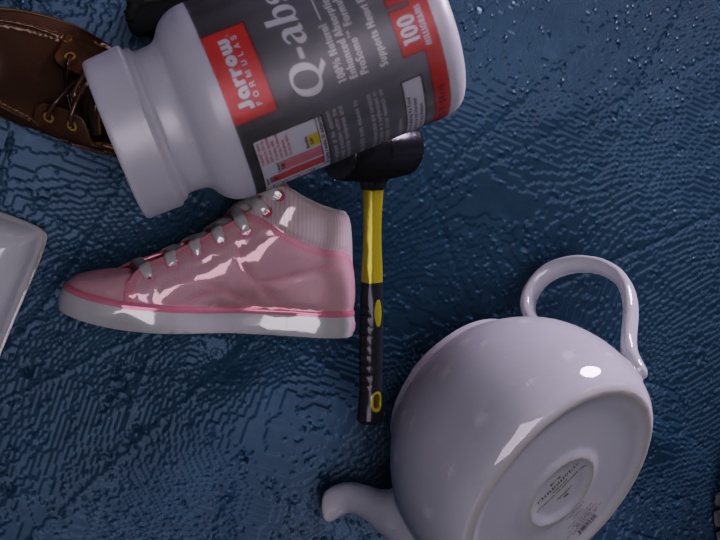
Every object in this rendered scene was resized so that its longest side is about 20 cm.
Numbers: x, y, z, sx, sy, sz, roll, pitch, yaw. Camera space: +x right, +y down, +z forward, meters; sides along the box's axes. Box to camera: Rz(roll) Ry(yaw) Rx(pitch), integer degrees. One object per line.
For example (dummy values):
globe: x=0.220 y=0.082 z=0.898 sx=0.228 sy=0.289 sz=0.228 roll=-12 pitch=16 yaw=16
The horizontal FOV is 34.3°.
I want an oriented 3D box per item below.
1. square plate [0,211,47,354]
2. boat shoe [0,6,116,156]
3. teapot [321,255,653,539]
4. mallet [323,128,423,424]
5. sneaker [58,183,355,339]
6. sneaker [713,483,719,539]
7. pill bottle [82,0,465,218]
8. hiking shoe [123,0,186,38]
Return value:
square plate: x=-0.324 y=0.032 z=0.731 sx=0.197 sy=0.028 sz=0.201 roll=22 pitch=91 yaw=-16
boat shoe: x=-0.170 y=-0.113 z=0.731 sx=0.197 sy=0.068 sz=0.073 roll=21 pitch=92 yaw=-16
teapot: x=0.094 y=0.102 z=0.796 sx=0.198 sy=0.146 sz=0.200 roll=-10 pitch=127 yaw=-34
mallet: x=0.000 y=0.000 z=0.754 sx=0.065 sy=0.041 sz=0.204 roll=2 pitch=95 yaw=-42
sneaker: x=-0.095 y=-0.012 z=0.762 sx=0.197 sy=0.075 sz=0.107 roll=3 pitch=97 yaw=-19
sneaker: x=0.335 y=0.228 z=0.916 sx=0.085 sy=0.075 sz=0.203 roll=-14 pitch=106 yaw=-23
pill bottle: x=-0.049 y=-0.111 z=0.670 sx=0.197 sy=0.116 sz=0.117 roll=-23 pitch=103 yaw=-6
hiking shoe: x=-0.056 y=-0.131 z=0.754 sx=0.197 sy=0.076 sz=0.103 roll=7 pitch=92 yaw=-16
